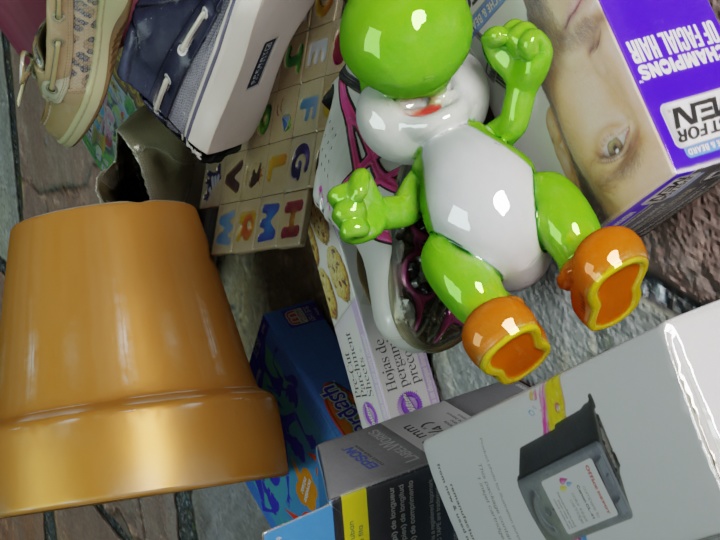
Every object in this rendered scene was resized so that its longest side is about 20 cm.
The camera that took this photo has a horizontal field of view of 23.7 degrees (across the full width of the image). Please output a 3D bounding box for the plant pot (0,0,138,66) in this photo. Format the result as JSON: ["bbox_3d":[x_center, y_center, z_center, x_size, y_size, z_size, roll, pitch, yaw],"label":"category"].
[{"bbox_3d":[-0.204,-0.245,1.157,0.199,0.199,0.180,21,137,56],"label":"plant pot"}]

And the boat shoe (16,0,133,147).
[{"bbox_3d":[-0.178,-0.158,1.068,0.201,0.062,0.074,116,162,-46],"label":"boat shoe"}]

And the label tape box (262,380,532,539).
[{"bbox_3d":[0.023,0.157,0.924,0.063,0.198,0.146,28,128,52],"label":"label tape box"}]

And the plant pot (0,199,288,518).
[{"bbox_3d":[-0.157,0.056,1.120,0.200,0.198,0.185,-20,77,61],"label":"plant pot"}]

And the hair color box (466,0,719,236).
[{"bbox_3d":[0.099,-0.119,0.795,0.202,0.064,0.109,66,151,11],"label":"hair color box"}]

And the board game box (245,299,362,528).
[{"bbox_3d":[-0.017,0.145,1.150,0.201,0.045,0.153,55,146,30],"label":"board game box"}]

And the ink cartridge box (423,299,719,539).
[{"bbox_3d":[0.139,0.066,0.730,0.200,0.147,0.086,-38,73,58],"label":"ink cartridge box"}]

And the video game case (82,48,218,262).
[{"bbox_3d":[-0.154,-0.102,1.293,0.201,0.022,0.183,54,146,32],"label":"video game case"}]

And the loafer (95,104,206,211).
[{"bbox_3d":[-0.155,-0.047,1.229,0.076,0.068,0.201,51,144,34],"label":"loafer"}]

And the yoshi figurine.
[{"bbox_3d":[0.042,-0.059,0.767,0.112,0.112,0.201,-55,53,39],"label":"yoshi figurine"}]

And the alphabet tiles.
[{"bbox_3d":[-0.052,-0.094,1.057,0.199,0.006,0.168,-5,74,62],"label":"alphabet tiles"}]

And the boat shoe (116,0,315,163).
[{"bbox_3d":[-0.083,-0.167,1.022,0.093,0.075,0.201,38,121,17],"label":"boat shoe"}]

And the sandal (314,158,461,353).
[{"bbox_3d":[0.031,-0.028,0.961,0.054,0.080,0.201,42,-167,-40],"label":"sandal"}]

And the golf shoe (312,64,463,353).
[{"bbox_3d":[0.018,-0.036,0.892,0.092,0.072,0.201,-30,43,33],"label":"golf shoe"}]

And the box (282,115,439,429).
[{"bbox_3d":[0.000,0.000,1.053,0.041,0.038,0.202,-14,91,62],"label":"box"}]
